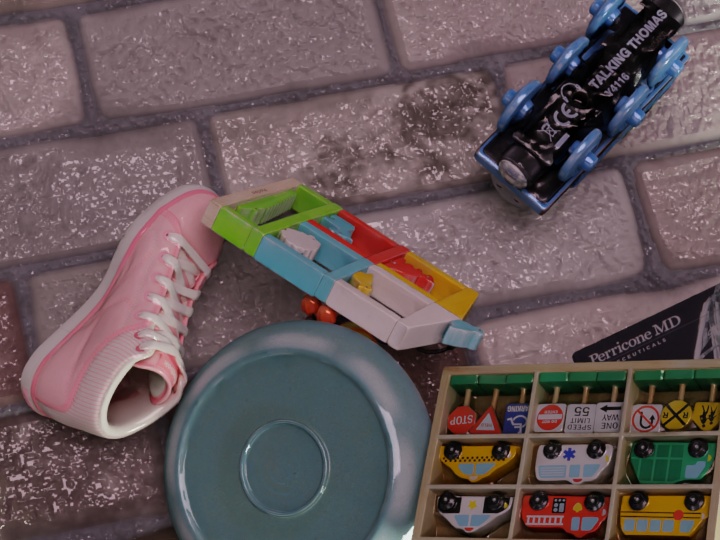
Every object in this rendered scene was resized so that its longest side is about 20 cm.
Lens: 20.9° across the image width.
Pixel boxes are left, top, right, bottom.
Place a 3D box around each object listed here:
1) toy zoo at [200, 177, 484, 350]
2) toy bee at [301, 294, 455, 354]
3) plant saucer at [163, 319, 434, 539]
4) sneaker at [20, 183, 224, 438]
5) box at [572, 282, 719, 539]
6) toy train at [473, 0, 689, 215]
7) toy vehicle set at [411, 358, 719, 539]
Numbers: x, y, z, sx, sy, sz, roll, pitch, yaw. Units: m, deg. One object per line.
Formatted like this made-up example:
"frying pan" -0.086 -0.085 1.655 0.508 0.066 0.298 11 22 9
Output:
"toy zoo" 0.000 0.000 1.367 0.200 0.131 0.020 32 111 16
"toy bee" -0.032 0.070 1.358 0.131 0.109 0.200 6 55 34
"plant saucer" -0.047 0.131 1.295 0.200 0.027 0.200 -3 81 22
"sneaker" -0.139 0.034 1.350 0.105 0.075 0.200 23 69 45
"box" 0.269 0.113 1.240 0.200 0.124 0.197 -27 50 14
"toy train" 0.168 -0.123 1.455 0.087 0.114 0.200 40 69 9
"toy vehicle set" 0.135 0.119 1.216 0.200 0.027 0.124 -4 61 28
